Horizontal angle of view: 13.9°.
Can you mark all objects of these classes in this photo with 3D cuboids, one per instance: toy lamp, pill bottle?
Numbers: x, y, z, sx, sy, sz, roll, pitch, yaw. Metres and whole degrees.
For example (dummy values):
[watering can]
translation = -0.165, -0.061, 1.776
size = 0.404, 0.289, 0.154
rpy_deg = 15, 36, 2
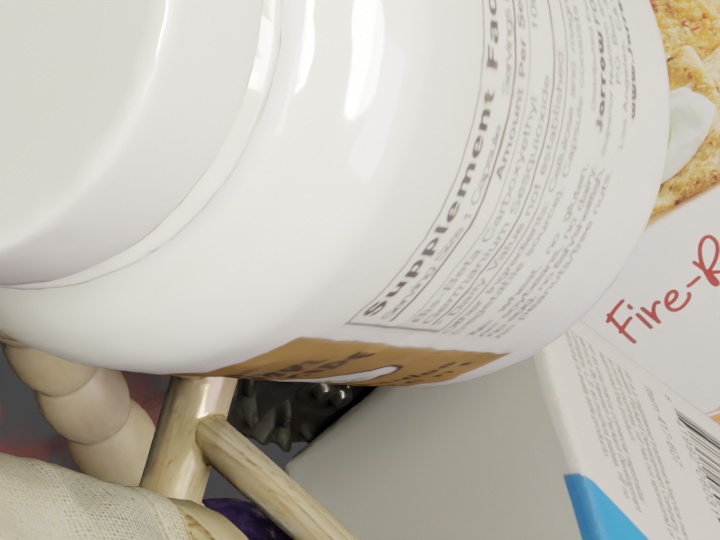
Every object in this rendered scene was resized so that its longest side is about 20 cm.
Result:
[toy lamp]
translation = -0.069, 0.021, 0.689
size = 0.058, 0.058, 0.200
rpy_deg = -55, 139, -23
[pill bottle]
translation = -0.026, -0.037, 0.541
size = 0.200, 0.114, 0.115
rpy_deg = 9, 96, -65

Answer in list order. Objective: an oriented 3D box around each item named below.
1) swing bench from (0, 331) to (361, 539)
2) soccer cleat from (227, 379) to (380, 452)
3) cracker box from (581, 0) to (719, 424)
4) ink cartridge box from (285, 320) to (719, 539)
[swing bench]
translation = -0.092, 0.106, 0.558
size = 0.199, 0.130, 0.200
rpy_deg = 17, 108, -54
[soccer cleat]
translation = 0.000, 0.000, 0.745
size = 0.068, 0.073, 0.200
rpy_deg = -42, 157, 18
[cracker box]
translation = 0.091, -0.050, 0.739
size = 0.134, 0.058, 0.200
rpy_deg = -38, 121, 16
[ink cartridge box]
translation = 0.087, 0.116, 0.705
size = 0.084, 0.146, 0.200
rpy_deg = -40, 126, 20
